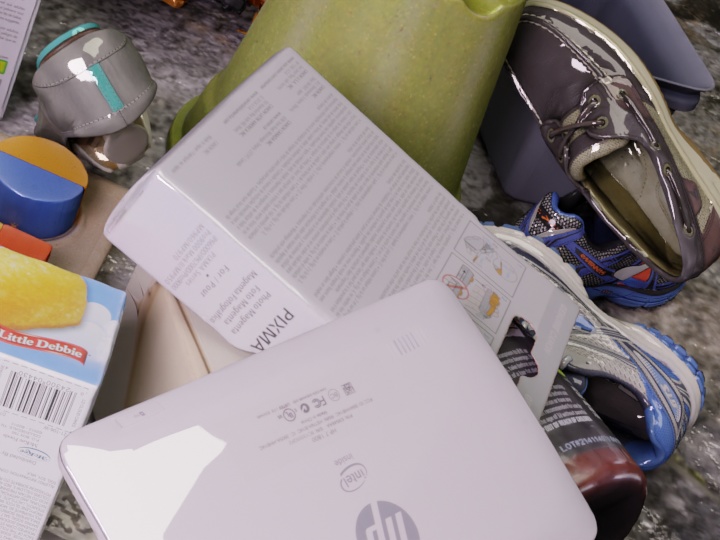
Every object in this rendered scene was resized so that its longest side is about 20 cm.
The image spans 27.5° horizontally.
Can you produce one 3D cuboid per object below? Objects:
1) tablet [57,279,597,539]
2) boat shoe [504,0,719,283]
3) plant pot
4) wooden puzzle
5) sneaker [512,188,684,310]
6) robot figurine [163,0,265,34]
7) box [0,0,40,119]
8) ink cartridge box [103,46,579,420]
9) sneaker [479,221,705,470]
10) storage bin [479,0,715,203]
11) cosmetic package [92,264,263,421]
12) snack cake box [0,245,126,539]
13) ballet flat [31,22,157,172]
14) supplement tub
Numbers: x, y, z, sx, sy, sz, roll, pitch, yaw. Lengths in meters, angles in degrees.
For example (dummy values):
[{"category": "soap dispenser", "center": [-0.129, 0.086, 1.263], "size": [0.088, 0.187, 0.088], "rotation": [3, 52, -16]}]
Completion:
[{"category": "tablet", "center": [-0.003, 0.084, 0.557], "size": [0.199, 0.014, 0.131], "rotation": [-22, 75, -39]}, {"category": "boat shoe", "center": [0.151, -0.079, 0.895], "size": [0.201, 0.072, 0.066], "rotation": [51, 41, 2]}, {"category": "plant pot", "center": [0.006, -0.121, 0.891], "size": [0.199, 0.185, 0.201], "rotation": [19, 34, -14]}, {"category": "wooden puzzle", "center": [-0.219, -0.036, 0.741], "size": [0.184, 0.046, 0.200], "rotation": [24, 33, -6]}, {"category": "sneaker", "center": [0.170, -0.021, 0.968], "size": [0.199, 0.079, 0.075], "rotation": [-13, 51, -45]}, {"category": "robot figurine", "center": [-0.076, -0.211, 1.069], "size": [0.199, 0.058, 0.145], "rotation": [21, 33, -11]}, {"category": "box", "center": [-0.249, -0.199, 0.889], "size": [0.112, 0.102, 0.201], "rotation": [16, 35, -18]}, {"category": "ink cartridge box", "center": [0.000, 0.000, 0.679], "size": [0.200, 0.057, 0.163], "rotation": [45, 32, -6]}, {"category": "sneaker", "center": [0.105, 0.044, 0.841], "size": [0.199, 0.077, 0.085], "rotation": [29, 37, 3]}, {"category": "storage bin", "center": [0.139, -0.142, 1.060], "size": [0.145, 0.135, 0.201], "rotation": [12, 35, -23]}, {"category": "cosmetic package", "center": [-0.054, 0.091, 0.637], "size": [0.073, 0.104, 0.201], "rotation": [6, 38, -30]}, {"category": "snack cake box", "center": [-0.208, 0.036, 0.589], "size": [0.199, 0.115, 0.067], "rotation": [21, 33, -11]}, {"category": "ballet flat", "center": [-0.141, -0.082, 0.796], "size": [0.064, 0.067, 0.200], "rotation": [55, -8, -3]}, {"category": "supplement tub", "center": [0.045, 0.066, 0.738], "size": [0.106, 0.107, 0.200], "rotation": [-5, 44, -40]}]
